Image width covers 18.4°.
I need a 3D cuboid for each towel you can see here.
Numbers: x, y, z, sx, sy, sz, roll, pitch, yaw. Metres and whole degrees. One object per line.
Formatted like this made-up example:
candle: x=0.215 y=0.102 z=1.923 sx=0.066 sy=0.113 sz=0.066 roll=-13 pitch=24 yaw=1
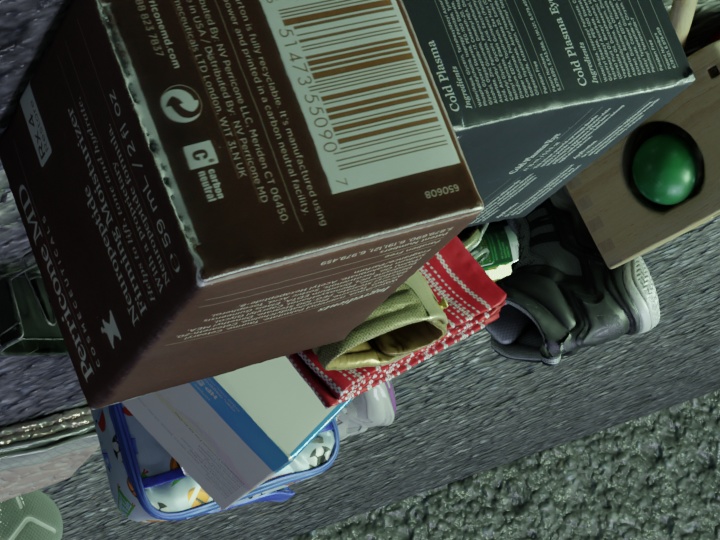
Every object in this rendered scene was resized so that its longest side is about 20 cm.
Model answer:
towel: x=0.000 y=0.000 z=1.448 sx=0.199 sy=0.145 sz=0.022 roll=-26 pitch=164 yaw=-50
towel: x=-0.327 y=0.178 z=1.989 sx=0.199 sy=0.032 sz=0.191 roll=-13 pitch=165 yaw=-30

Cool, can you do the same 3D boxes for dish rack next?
dish rack: x=-0.137 y=-0.007 z=1.474 sx=0.199 sy=0.055 sz=0.153 roll=-28 pitch=167 yaw=26

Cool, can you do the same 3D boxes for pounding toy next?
pounding toy: x=0.232 y=-0.112 z=1.523 sx=0.184 sy=0.143 sz=0.199 roll=-30 pitch=175 yaw=38

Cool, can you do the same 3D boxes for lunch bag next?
lunch bag: x=-0.113 y=0.116 z=1.771 sx=0.199 sy=0.162 sz=0.075 roll=-14 pitch=175 yaw=-29

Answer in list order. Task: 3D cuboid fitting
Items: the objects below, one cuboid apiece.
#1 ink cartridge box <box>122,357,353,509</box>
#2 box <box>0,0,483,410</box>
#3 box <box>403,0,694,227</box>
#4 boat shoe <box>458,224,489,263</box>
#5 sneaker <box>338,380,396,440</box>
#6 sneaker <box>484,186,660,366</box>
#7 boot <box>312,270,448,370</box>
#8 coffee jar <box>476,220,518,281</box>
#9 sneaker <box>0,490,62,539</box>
ink cartridge box: x=-0.083 y=0.078 z=1.646 sx=0.129 sy=0.125 sz=0.200 roll=-45 pitch=-178 yaw=-27
box: x=-0.068 y=-0.051 z=1.146 sx=0.163 sy=0.167 sz=0.200 roll=-15 pitch=166 yaw=-28
box: x=0.057 y=-0.099 z=1.291 sx=0.181 sy=0.105 sz=0.200 roll=-14 pitch=165 yaw=-33
boat shoe: x=0.066 y=-0.040 z=1.563 sx=0.074 sy=0.065 sz=0.202 roll=-15 pitch=153 yaw=-27
sneaker: x=-0.025 y=0.138 z=2.208 sx=0.099 sy=0.075 sz=0.200 roll=-18 pitch=167 yaw=-20
sneaker: x=0.124 y=-0.005 z=1.623 sx=0.113 sy=0.200 sz=0.076 roll=-27 pitch=133 yaw=-14
boot: x=0.017 y=-0.023 z=1.404 sx=0.199 sy=0.156 sz=0.073 roll=-17 pitch=157 yaw=-42
coffee jar: x=0.049 y=0.003 z=1.717 sx=0.198 sy=0.086 sz=0.104 roll=-14 pitch=-169 yaw=-27
sneaker: x=-0.379 y=0.250 z=2.144 sx=0.199 sy=0.071 sz=0.080 roll=-1 pitch=166 yaw=-43
